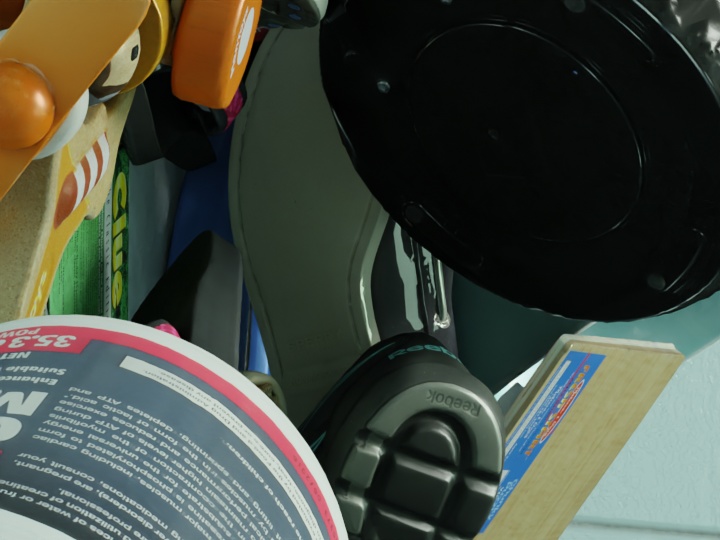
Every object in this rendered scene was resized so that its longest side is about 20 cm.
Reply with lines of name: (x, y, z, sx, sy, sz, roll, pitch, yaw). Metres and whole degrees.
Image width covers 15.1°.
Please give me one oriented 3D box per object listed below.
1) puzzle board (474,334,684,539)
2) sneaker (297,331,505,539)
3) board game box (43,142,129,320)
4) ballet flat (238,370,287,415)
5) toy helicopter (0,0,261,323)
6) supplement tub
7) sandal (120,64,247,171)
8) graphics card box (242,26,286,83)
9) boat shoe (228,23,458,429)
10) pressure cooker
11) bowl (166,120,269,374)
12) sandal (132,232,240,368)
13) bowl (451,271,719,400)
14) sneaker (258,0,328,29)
puzzle board: (0.042, 0.106, 1.029, 0.201, 0.017, 0.151, -56, 159, 10)
sneaker: (-0.009, 0.113, 0.942, 0.201, 0.075, 0.079, -62, -160, 14)
board game box: (-0.098, 0.064, 0.899, 0.105, 0.023, 0.201, -52, 145, -72)
ballet flat: (-0.061, 0.099, 0.868, 0.201, 0.069, 0.070, -76, 166, -51)
toy helicopter: (-0.091, -0.020, 0.757, 0.132, 0.078, 0.201, 72, 34, -85)
supplement tub: (-0.082, 0.101, 0.612, 0.200, 0.139, 0.141, -62, 154, -72)
sandal: (-0.064, -0.074, 0.928, 0.200, 0.045, 0.076, 16, 54, -85)
graphics card box: (-0.017, -0.109, 1.107, 0.200, 0.051, 0.126, 52, 34, -57)
boat shoe: (0.000, 0.000, 1.007, 0.063, 0.072, 0.202, -4, 89, -55)
pressure cooker: (0.102, -0.103, 0.939, 0.200, 0.175, 0.179, -52, 168, -39)
bowl: (-0.049, 0.030, 1.164, 0.201, 0.039, 0.202, 3, 90, -81)
sandal: (-0.069, 0.046, 0.807, 0.075, 0.045, 0.200, -48, -159, 21)
bowl: (0.087, -0.013, 1.089, 0.105, 0.200, 0.201, 61, 1, 14)
sneaker: (-0.058, -0.153, 0.803, 0.200, 0.077, 0.086, 54, 49, -60)
